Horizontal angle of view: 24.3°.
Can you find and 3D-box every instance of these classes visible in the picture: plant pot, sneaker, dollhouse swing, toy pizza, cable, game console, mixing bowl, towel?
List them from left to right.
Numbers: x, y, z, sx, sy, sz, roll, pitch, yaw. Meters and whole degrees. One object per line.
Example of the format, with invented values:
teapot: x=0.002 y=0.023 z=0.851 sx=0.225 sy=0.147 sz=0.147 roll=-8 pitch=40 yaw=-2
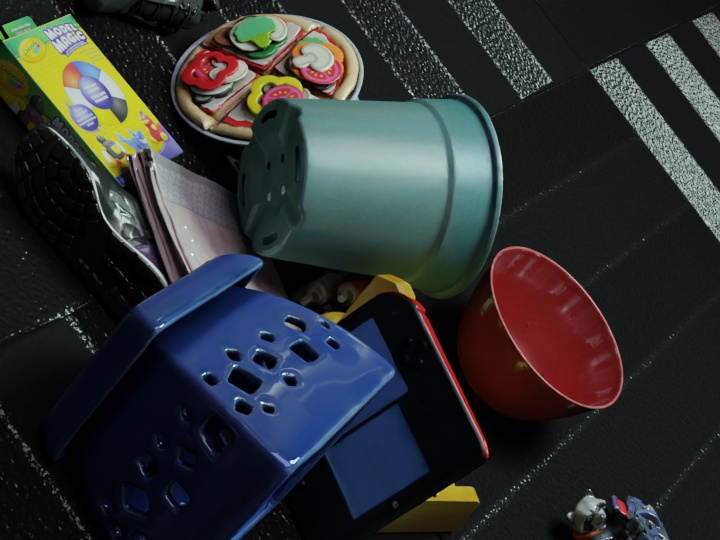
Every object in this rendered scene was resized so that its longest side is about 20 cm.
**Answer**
sneaker: x=-0.229 y=-0.045 z=1.494 sx=0.200 sy=0.076 sz=0.088 roll=56 pitch=23 yaw=-5
sneaker: x=-0.211 y=-0.290 z=1.748 sx=0.091 sy=0.076 sz=0.200 roll=60 pitch=35 yaw=1
plant pot: x=-0.123 y=0.114 z=1.345 sx=0.180 sy=0.200 sz=0.200 roll=46 pitch=32 yaw=5
towel: x=-0.127 y=-0.009 z=1.552 sx=0.200 sy=0.032 sz=0.191 roll=28 pitch=35 yaw=-59
toy pizza: x=-0.097 y=-0.204 z=1.718 sx=0.032 sy=0.200 sz=0.201 roll=83 pitch=5 yaw=-48
cable: x=0.000 y=0.000 z=1.695 sx=0.200 sy=0.097 sz=0.050 roll=-51 pitch=125 yaw=-55
plant pot: x=0.001 y=-0.080 z=1.589 sx=0.196 sy=0.200 sz=0.201 roll=5 pitch=52 yaw=-29
game console: x=0.001 y=0.133 z=1.465 sx=0.031 sy=0.200 sz=0.177 roll=14 pitch=47 yaw=-54
dollhouse swing: x=0.060 y=0.117 z=1.575 sx=0.182 sy=0.176 sz=0.200 roll=9 pitch=50 yaw=-46
mixing bowl: x=0.177 y=0.087 z=1.807 sx=0.200 sy=0.108 sz=0.200 roll=30 pitch=38 yaw=-27

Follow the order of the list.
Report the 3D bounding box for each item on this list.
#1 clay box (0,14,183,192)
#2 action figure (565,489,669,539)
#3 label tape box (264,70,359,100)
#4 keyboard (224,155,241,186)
clay box: x=-0.268 y=-0.160 z=1.568 sx=0.200 sy=0.048 sz=0.115 roll=51 pitch=32 yaw=-2
action figure: x=0.285 y=0.312 z=1.726 sx=0.194 sy=0.105 sz=0.200 roll=49 pitch=7 yaw=7
label tape box: x=-0.050 y=-0.138 z=1.772 sx=0.144 sy=0.063 sz=0.200 roll=21 pitch=34 yaw=-37
keyboard: x=-0.050 y=-0.072 z=1.716 sx=0.200 sy=0.040 sz=0.104 roll=11 pitch=41 yaw=-56
